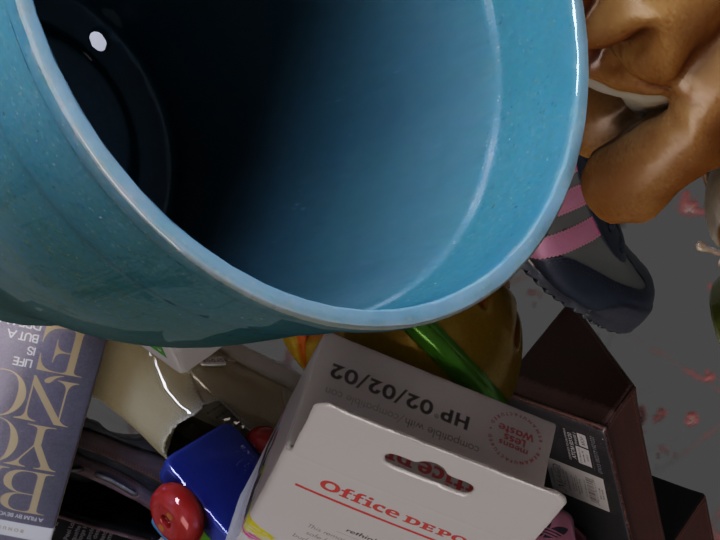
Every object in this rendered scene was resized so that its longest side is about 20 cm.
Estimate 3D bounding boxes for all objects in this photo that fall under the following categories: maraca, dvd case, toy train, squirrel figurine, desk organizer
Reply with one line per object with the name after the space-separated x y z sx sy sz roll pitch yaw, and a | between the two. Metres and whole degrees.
0.000 0.000 0.757 0.107 0.137 0.200 -45 89 -4 | maraca
-0.220 0.060 0.843 0.148 0.016 0.201 13 117 -13 | dvd case
-0.038 0.189 0.837 0.200 0.085 0.116 46 138 17 | toy train
0.162 -0.093 0.595 0.187 0.142 0.200 40 107 -12 | squirrel figurine
0.138 0.119 0.853 0.072 0.077 0.201 17 141 37 | desk organizer

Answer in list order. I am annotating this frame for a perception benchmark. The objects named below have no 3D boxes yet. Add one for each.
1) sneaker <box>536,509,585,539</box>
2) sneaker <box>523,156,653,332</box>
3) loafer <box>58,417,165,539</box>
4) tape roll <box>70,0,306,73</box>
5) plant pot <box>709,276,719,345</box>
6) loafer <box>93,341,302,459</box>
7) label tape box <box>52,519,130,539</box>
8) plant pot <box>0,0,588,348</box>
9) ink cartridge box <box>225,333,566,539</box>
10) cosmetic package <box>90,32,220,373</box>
0.104 0.180 0.838 0.070 0.082 0.200 18 165 14 | sneaker
0.091 -0.049 0.725 0.082 0.070 0.200 -39 122 17 | sneaker
-0.173 0.124 0.923 0.199 0.063 0.072 16 147 -31 | loafer
-0.022 -0.183 0.586 0.202 0.139 0.203 10 132 11 | tape roll
0.286 0.001 0.669 0.187 0.187 0.200 32 117 -14 | plant pot
-0.109 0.067 0.893 0.199 0.068 0.076 23 133 -7 | loafer
-0.252 0.218 1.020 0.199 0.144 0.066 9 134 7 | label tape box
-0.065 -0.062 0.490 0.200 0.201 0.188 43 144 -23 | plant pot
0.012 0.103 0.710 0.115 0.068 0.200 22 142 -5 | ink cartridge box
-0.118 -0.049 0.709 0.200 0.085 0.108 26 144 46 | cosmetic package
